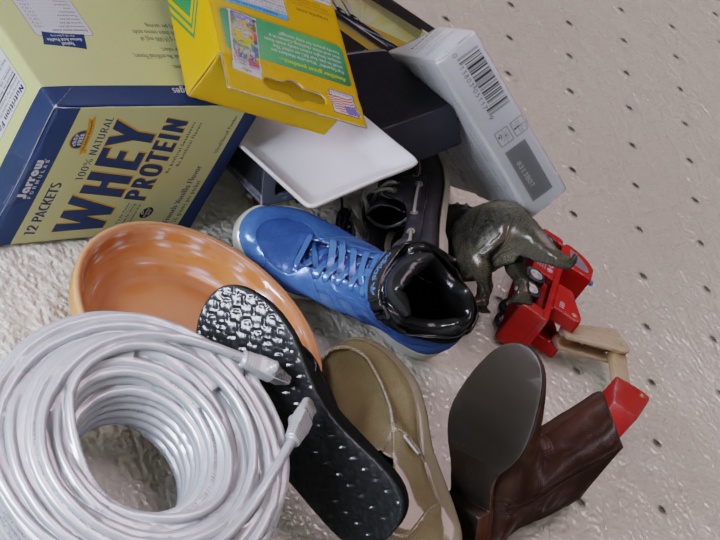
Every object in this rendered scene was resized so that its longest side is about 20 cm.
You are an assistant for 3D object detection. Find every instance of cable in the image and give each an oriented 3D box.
[{"bbox_3d":[-0.141,0.117,1.031,0.198,0.069,0.201,28,48,-10],"label":"cable"}]

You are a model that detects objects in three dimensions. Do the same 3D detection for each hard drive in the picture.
[{"bbox_3d":[-0.027,-0.125,1.376,0.198,0.043,0.135,-19,45,-29],"label":"hard drive"}]

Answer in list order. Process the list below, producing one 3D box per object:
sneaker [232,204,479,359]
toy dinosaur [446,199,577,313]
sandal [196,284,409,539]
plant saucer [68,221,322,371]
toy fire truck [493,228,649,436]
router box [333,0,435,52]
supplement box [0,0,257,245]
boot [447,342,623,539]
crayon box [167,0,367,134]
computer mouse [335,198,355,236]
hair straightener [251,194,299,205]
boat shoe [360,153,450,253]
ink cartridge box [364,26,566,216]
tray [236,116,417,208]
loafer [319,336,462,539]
[{"bbox_3d":[0.001,-0.001,1.286,0.199,0.111,0.077,32,69,-9],"label":"sneaker"},{"bbox_3d":[0.107,-0.019,1.404,0.076,0.200,0.104,4,81,-24],"label":"toy dinosaur"},{"bbox_3d":[-0.043,0.099,1.125,0.201,0.075,0.048,54,14,1],"label":"sandal"},{"bbox_3d":[-0.121,0.048,1.195,0.199,0.038,0.201,25,35,-19],"label":"plant saucer"},{"bbox_3d":[0.190,0.056,1.462,0.140,0.049,0.200,34,32,-4],"label":"toy fire truck"},{"bbox_3d":[-0.008,-0.226,1.628,0.199,0.052,0.158,33,33,-6],"label":"router box"},{"bbox_3d":[-0.221,-0.142,1.249,0.199,0.135,0.200,-7,52,-46],"label":"supplement box"},{"bbox_3d":[0.142,0.114,1.230,0.064,0.188,0.199,36,32,29],"label":"boot"},{"bbox_3d":[-0.077,-0.182,1.247,0.125,0.052,0.202,13,47,-35],"label":"crayon box"},{"bbox_3d":[-0.008,-0.081,1.423,0.034,0.059,0.202,-1,52,-1],"label":"computer mouse"},{"bbox_3d":[-0.065,-0.125,1.453,0.076,0.041,0.201,-2,35,-9],"label":"hair straightener"},{"bbox_3d":[0.034,-0.055,1.431,0.062,0.073,0.201,30,37,-28],"label":"boat shoe"},{"bbox_3d":[0.089,-0.137,1.464,0.163,0.057,0.200,56,-4,-19],"label":"ink cartridge box"},{"bbox_3d":[-0.055,-0.111,1.304,0.107,0.022,0.200,-24,48,-29],"label":"tray"},{"bbox_3d":[0.011,0.128,1.182,0.067,0.076,0.201,12,39,-41],"label":"loafer"}]
